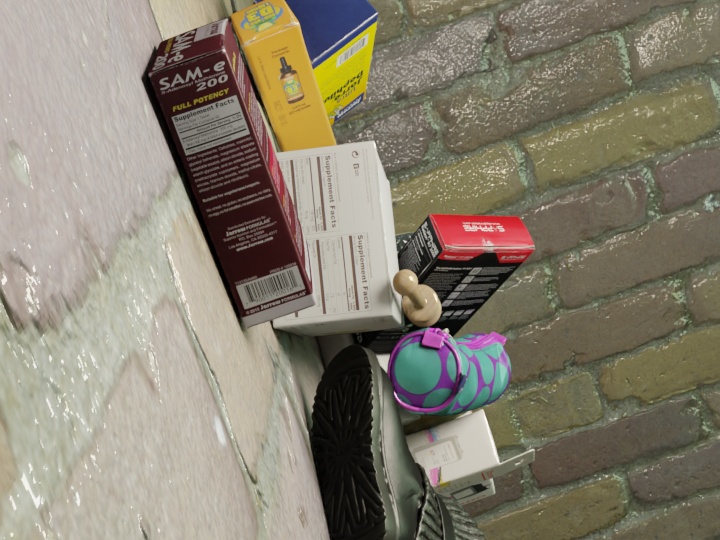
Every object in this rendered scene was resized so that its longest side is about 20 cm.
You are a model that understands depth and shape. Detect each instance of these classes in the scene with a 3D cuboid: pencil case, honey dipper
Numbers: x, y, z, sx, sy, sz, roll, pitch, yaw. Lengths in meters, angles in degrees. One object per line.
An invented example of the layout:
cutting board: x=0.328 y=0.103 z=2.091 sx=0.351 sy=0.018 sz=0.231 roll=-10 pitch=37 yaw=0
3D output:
pencil case: x=0.101 y=0.108 z=1.222 sx=0.084 sy=0.094 sz=0.199 roll=29 pitch=7 yaw=21
honey dipper: x=0.053 y=0.024 z=1.058 sx=0.200 sy=0.037 sz=0.039 roll=54 pitch=18 yaw=-79

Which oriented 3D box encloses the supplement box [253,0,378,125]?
supplement box: x=-0.059 y=-0.266 z=1.389 sx=0.109 sy=0.109 sz=0.200 roll=47 pitch=-18 yaw=13

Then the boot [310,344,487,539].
boot: x=0.036 y=0.184 z=1.012 sx=0.157 sy=0.079 sz=0.214 roll=27 pitch=46 yaw=-42

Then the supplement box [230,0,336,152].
supplement box: x=-0.082 y=-0.203 z=1.262 sx=0.201 sy=0.066 sz=0.069 roll=72 pitch=-5 yaw=-50

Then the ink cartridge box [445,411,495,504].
ink cartridge box: x=0.093 y=0.257 z=1.468 sx=0.200 sy=0.145 sz=0.087 roll=63 pitch=10 yaw=-66

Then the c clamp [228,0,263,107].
c clamp: x=-0.144 y=-0.260 z=1.338 sx=0.201 sy=0.027 sz=0.173 roll=-105 pitch=-179 yaw=-64

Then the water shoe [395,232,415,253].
water shoe: x=0.000 y=0.000 z=1.260 sx=0.079 sy=0.197 sz=0.072 roll=123 pitch=-36 yaw=-48

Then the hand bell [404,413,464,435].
hand bell: x=0.051 y=0.085 z=1.345 sx=0.104 sy=0.103 sz=0.203 roll=4 pitch=68 yaw=-87

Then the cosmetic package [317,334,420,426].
cosmetic package: x=-0.002 y=0.085 z=1.298 sx=0.051 sy=0.082 sz=0.203 roll=-37 pitch=-117 yaw=48

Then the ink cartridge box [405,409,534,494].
ink cartridge box: x=0.099 y=0.218 z=1.310 sx=0.117 sy=0.197 sz=0.068 roll=62 pitch=10 yaw=-73

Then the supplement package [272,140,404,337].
supplement package: x=-0.022 y=-0.021 z=1.086 sx=0.200 sy=0.109 sz=0.159 roll=44 pitch=39 yaw=-82

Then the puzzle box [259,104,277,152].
puzzle box: x=-0.108 y=-0.123 z=1.159 sx=0.200 sy=0.025 sz=0.135 roll=49 pitch=24 yaw=-82

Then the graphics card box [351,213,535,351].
graphics card box: x=0.083 y=0.016 z=1.224 sx=0.201 sy=0.124 sz=0.051 roll=-54 pitch=-131 yaw=43

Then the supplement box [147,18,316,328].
supplement box: x=-0.092 y=-0.073 z=0.842 sx=0.109 sy=0.060 sz=0.203 roll=-102 pitch=175 yaw=-67
